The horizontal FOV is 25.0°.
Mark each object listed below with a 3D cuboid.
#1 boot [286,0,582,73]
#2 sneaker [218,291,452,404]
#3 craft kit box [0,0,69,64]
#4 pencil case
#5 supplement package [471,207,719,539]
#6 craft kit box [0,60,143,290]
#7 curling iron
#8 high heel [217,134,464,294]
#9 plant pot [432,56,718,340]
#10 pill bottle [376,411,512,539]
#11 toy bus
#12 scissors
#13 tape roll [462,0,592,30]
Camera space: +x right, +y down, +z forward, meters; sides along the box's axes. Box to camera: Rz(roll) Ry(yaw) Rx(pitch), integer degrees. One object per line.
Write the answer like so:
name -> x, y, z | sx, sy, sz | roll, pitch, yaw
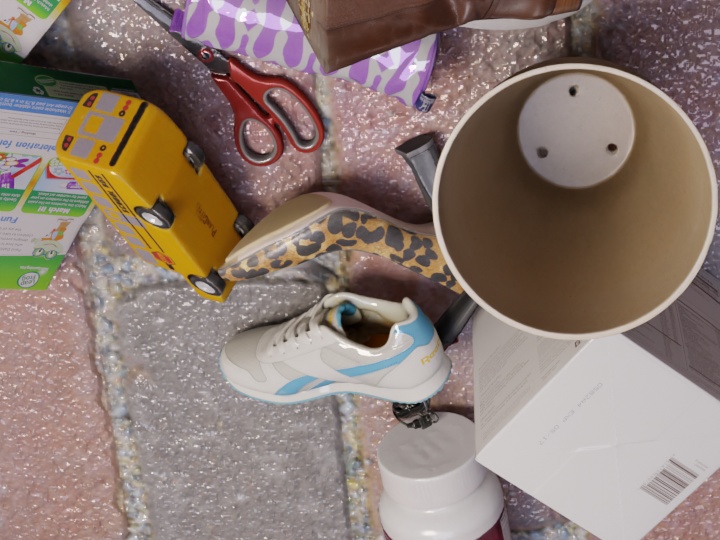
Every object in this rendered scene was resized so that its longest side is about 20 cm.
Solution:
boot -> 0.048, -0.217, 1.039 | 0.198, 0.064, 0.187 | -12, 135, -7
sneaker -> -0.028, 0.057, 1.308 | 0.199, 0.077, 0.081 | -4, 131, 25
craft kit box -> -0.284, -0.250, 1.138 | 0.200, 0.049, 0.197 | 37, 129, -17
pencil case -> -0.034, -0.180, 1.180 | 0.199, 0.084, 0.086 | 18, 154, -6
supplement package -> 0.188, 0.072, 1.248 | 0.150, 0.201, 0.152 | 33, 118, -16
craft kit box -> -0.286, -0.069, 1.218 | 0.199, 0.049, 0.198 | 4, 130, -44
curling iron -> 0.071, 0.063, 1.321 | 0.050, 0.025, 0.201 | 50, 138, 23
high heel -> 0.000, 0.000, 1.271 | 0.199, 0.071, 0.143 | -28, 113, -3
plant pot -> 0.153, -0.075, 1.150 | 0.186, 0.200, 0.189 | 3, 110, 8
pill bottle -> 0.076, 0.230, 1.407 | 0.109, 0.110, 0.201 | -8, 121, 9
toy bus -> -0.150, -0.052, 1.233 | 0.078, 0.065, 0.200 | 15, 158, 25
scissors -> -0.103, -0.161, 1.234 | 0.073, 0.014, 0.200 | -26, 116, 21
tape roll -> 0.099, -0.269, 1.121 | 0.199, 0.066, 0.202 | 2, 122, 3
